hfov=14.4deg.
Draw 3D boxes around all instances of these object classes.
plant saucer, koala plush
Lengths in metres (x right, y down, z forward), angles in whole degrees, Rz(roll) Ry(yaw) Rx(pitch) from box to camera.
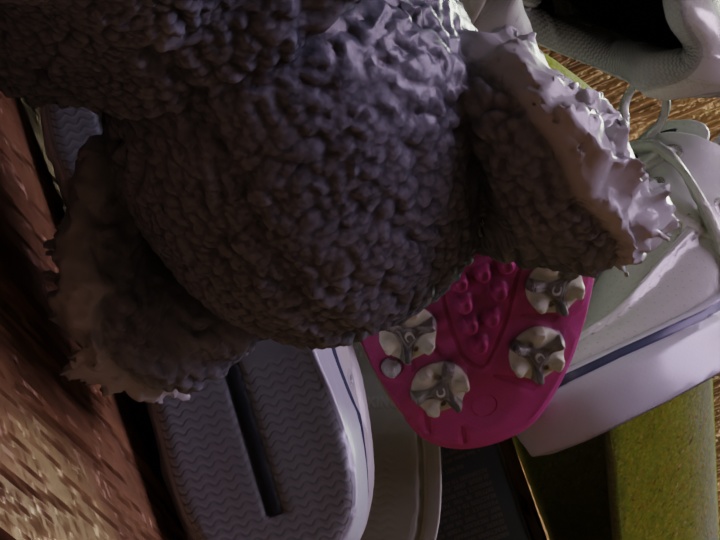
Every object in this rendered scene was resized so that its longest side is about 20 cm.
[{"bbox_3d":[0.088,0.033,1.048,0.200,0.048,0.201,-110,-171,-50],"label":"plant saucer"},{"bbox_3d":[-0.030,-0.063,0.653,0.184,0.176,0.201,-77,147,-58],"label":"koala plush"}]

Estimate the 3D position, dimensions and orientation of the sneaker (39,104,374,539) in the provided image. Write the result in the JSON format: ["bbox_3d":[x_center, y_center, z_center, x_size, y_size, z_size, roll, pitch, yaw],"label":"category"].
[{"bbox_3d":[-0.043,-0.006,0.780,0.071,0.073,0.201,81,-1,-78],"label":"sneaker"}]

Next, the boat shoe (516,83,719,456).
[{"bbox_3d":[0.098,-0.017,0.892,0.202,0.074,0.086,-34,97,-43],"label":"boat shoe"}]

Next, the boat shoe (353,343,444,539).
[{"bbox_3d":[0.000,0.000,0.872,0.060,0.075,0.201,-99,-161,-82],"label":"boat shoe"}]

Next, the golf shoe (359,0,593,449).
[{"bbox_3d":[0.020,-0.050,0.801,0.092,0.075,0.201,-118,-162,-68],"label":"golf shoe"}]

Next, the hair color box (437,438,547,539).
[{"bbox_3d":[0.025,0.064,1.083,0.099,0.060,0.201,54,17,-70],"label":"hair color box"}]

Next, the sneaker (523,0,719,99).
[{"bbox_3d":[0.048,-0.114,0.866,0.200,0.075,0.081,34,32,24],"label":"sneaker"}]
